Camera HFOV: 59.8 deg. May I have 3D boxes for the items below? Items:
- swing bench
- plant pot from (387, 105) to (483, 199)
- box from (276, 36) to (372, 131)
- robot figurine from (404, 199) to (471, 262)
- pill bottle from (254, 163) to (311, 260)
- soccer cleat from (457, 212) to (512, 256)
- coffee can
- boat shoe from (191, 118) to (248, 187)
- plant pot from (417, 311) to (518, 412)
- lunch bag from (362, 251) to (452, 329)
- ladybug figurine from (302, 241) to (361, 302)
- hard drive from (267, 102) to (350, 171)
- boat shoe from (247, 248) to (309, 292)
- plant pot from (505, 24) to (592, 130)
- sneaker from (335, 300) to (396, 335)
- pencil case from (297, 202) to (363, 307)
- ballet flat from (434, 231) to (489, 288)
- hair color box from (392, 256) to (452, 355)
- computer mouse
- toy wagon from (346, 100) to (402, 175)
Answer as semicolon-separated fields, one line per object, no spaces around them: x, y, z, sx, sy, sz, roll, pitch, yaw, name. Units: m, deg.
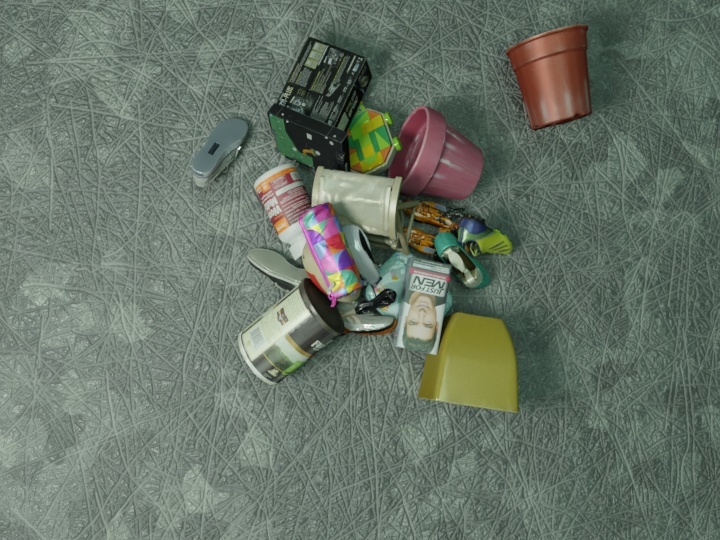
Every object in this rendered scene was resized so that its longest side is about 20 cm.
0.011;-0.132;1.399;0.194;0.200;0.134;11;84;20;swing bench
0.182;-0.257;1.469;0.175;0.199;0.206;17;84;-19;plant pot
-0.088;-0.417;1.475;0.160;0.086;0.204;23;84;15;box
0.190;-0.093;1.513;0.195;0.058;0.149;16;87;-4;robot figurine
-0.159;-0.135;1.459;0.108;0.110;0.204;-27;88;-6;pill bottle
0.292;-0.068;1.483;0.198;0.064;0.086;23;87;-44;soccer cleat
-0.153;0.136;1.394;0.198;0.146;0.148;-37;90;13;coffee can
-0.329;-0.269;1.473;0.073;0.087;0.205;24;55;1;boat shoe
0.251;0.207;1.439;0.188;0.196;0.206;9;79;-4;plant pot
0.111;0.056;1.486;0.200;0.077;0.161;43;84;-1;lunch bag
-0.066;-0.003;1.403;0.070;0.201;0.138;-13;45;31;ladybug figurine
-0.115;-0.291;1.433;0.196;0.141;0.038;24;63;16;hard drive
-0.178;0.014;1.471;0.196;0.061;0.075;23;41;-4;boat shoe
0.465;-0.454;1.508;0.195;0.201;0.201;-14;96;-6;plant pot
-0.009;0.100;1.446;0.195;0.075;0.095;-2;76;22;sneaker
-0.061;-0.036;1.289;0.086;0.088;0.205;-22;91;-6;pencil case
0.240;-0.006;1.471;0.067;0.071;0.200;-34;120;22;ballet flat
0.140;0.080;1.418;0.096;0.061;0.206;11;85;-5;hair color box
0.000;0.000;1.352;0.108;0.044;0.204;-15;109;32;computer mouse
0.008;-0.320;1.491;0.152;0.039;0.205;-24;70;17;toy wagon
